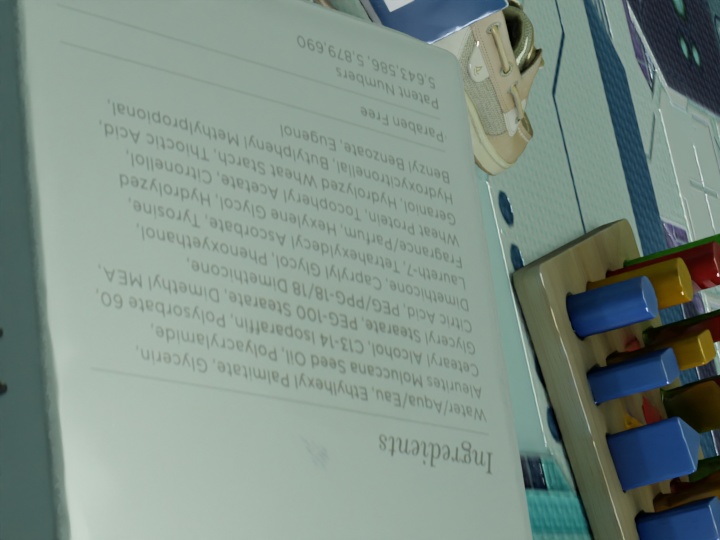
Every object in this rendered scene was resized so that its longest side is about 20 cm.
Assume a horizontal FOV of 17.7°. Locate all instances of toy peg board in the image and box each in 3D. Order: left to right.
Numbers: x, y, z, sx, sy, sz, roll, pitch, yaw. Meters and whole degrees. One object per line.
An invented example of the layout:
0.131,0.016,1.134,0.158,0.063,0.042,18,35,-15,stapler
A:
0.189,0.068,1.338,0.199,0.098,0.200,-23,95,-68,toy peg board

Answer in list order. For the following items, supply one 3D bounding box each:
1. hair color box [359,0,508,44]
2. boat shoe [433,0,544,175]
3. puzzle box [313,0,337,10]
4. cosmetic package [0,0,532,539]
0.009,-0.191,1.088,0.100,0.060,0.200,60,10,-30,hair color box
0.064,-0.104,1.172,0.072,0.065,0.200,59,8,20,boat shoe
-0.001,-0.020,1.055,0.133,0.025,0.200,40,39,-52,puzzle box
-0.071,0.042,0.621,0.165,0.165,0.200,14,60,-43,cosmetic package
